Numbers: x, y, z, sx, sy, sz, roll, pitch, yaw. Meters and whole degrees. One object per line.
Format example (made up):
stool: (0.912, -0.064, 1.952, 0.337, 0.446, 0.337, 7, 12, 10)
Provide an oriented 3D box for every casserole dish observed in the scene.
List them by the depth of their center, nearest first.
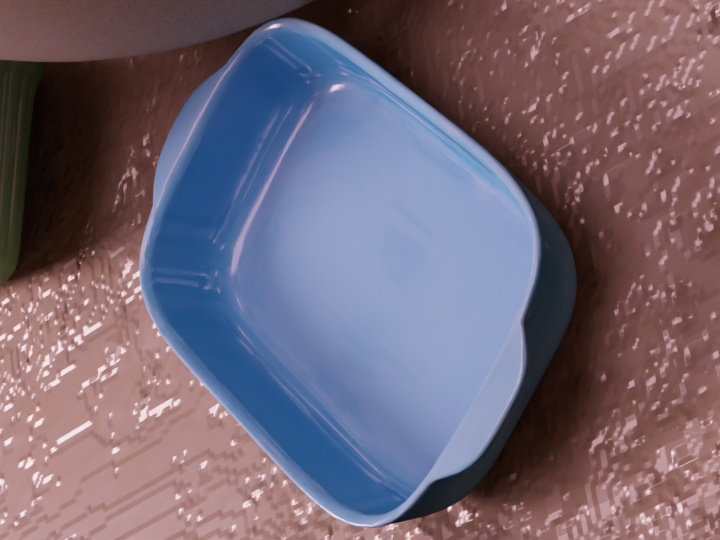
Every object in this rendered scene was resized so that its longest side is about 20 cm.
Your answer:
casserole dish: (0.000, 0.000, 0.806, 0.200, 0.039, 0.121, 42, 109, 46)

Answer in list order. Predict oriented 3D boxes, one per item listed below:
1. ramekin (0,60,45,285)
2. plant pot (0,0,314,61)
ramekin: (-0.217, -0.043, 0.941, 0.200, 0.199, 0.098, -7, 81, 46)
plant pot: (-0.057, -0.154, 0.820, 0.200, 0.134, 0.201, -166, 90, -84)
